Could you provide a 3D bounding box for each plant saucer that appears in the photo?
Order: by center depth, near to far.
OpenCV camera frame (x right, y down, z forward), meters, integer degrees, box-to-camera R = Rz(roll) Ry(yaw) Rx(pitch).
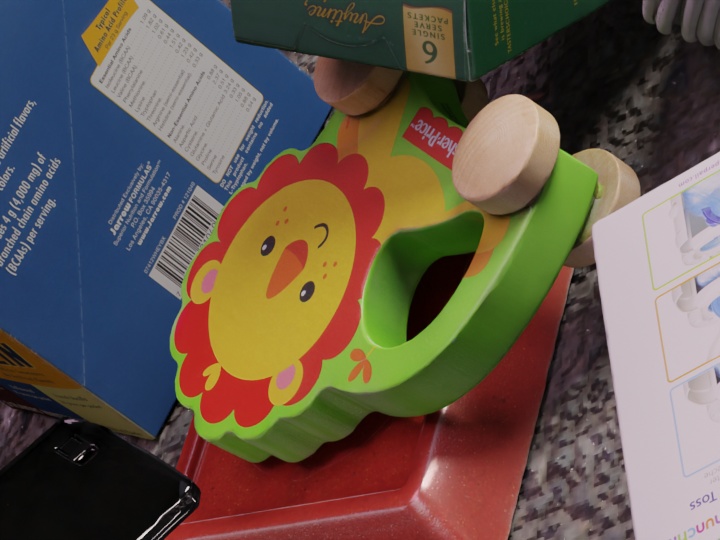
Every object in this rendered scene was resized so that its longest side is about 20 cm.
[{"bbox_3d":[-0.005,0.048,1.103,0.200,0.037,0.200,-13,50,42],"label":"plant saucer"}]

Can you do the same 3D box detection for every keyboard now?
[{"bbox_3d":[-0.157,0.134,0.974,0.104,0.040,0.200,30,57,34],"label":"keyboard"}]

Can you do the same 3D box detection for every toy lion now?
[{"bbox_3d":[0.000,0.000,1.063,0.192,0.069,0.200,-58,34,3],"label":"toy lion"}]

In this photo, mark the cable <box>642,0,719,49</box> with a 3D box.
[{"bbox_3d":[0.164,-0.184,0.998,0.200,0.069,0.200,99,-169,-47],"label":"cable"}]

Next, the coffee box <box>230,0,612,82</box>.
[{"bbox_3d":[0.051,-0.137,1.077,0.123,0.044,0.200,15,31,35],"label":"coffee box"}]

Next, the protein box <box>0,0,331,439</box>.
[{"bbox_3d":[-0.158,-0.058,1.229,0.135,0.200,0.199,6,64,51],"label":"protein box"}]

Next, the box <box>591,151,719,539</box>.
[{"bbox_3d":[0.156,0.061,0.835,0.101,0.112,0.200,-30,40,26],"label":"box"}]
